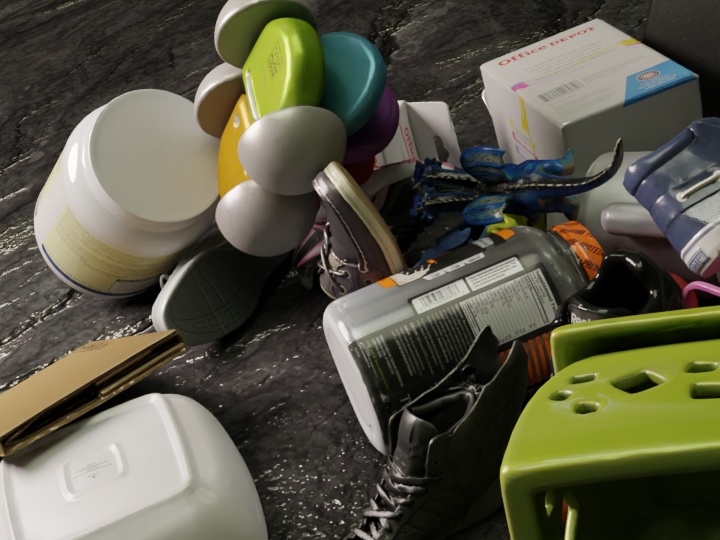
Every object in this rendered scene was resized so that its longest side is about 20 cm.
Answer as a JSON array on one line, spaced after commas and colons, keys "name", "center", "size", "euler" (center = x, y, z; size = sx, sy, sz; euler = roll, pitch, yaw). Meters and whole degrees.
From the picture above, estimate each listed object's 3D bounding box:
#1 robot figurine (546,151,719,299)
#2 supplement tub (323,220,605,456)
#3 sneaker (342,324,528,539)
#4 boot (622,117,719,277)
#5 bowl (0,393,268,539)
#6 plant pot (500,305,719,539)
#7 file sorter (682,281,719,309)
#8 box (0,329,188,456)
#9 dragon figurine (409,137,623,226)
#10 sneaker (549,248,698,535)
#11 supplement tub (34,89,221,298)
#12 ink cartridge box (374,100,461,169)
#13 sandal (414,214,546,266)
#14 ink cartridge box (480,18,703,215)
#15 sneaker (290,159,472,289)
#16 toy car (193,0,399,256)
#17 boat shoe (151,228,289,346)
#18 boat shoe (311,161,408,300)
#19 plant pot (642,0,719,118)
[{"name": "robot figurine", "center": [0.245, -0.035, 0.982], "size": [0.199, 0.114, 0.169], "euler": [1, 4, 30]}, {"name": "supplement tub", "center": [0.083, 0.044, 0.925], "size": [0.199, 0.123, 0.123], "euler": [-22, 30, -9]}, {"name": "sneaker", "center": [0.037, 0.131, 0.824], "size": [0.199, 0.105, 0.060], "euler": [-33, 34, -25]}, {"name": "boot", "center": [0.281, -0.081, 0.881], "size": [0.200, 0.073, 0.090], "euler": [-29, 69, -20]}, {"name": "bowl", "center": [-0.177, 0.168, 0.907], "size": [0.199, 0.075, 0.200], "euler": [-21, 31, -9]}, {"name": "plant pot", "center": [0.194, 0.125, 0.672], "size": [0.198, 0.201, 0.182], "euler": [-8, 24, 16]}, {"name": "file sorter", "center": [0.328, 0.027, 0.824], "size": [0.200, 0.126, 0.139], "euler": [-31, 32, -21]}, {"name": "box", "center": [-0.247, 0.099, 1.026], "size": [0.163, 0.021, 0.200], "euler": [-32, 12, -30]}, {"name": "dragon figurine", "center": [0.109, -0.063, 0.960], "size": [0.099, 0.059, 0.200], "euler": [-1, 0, -25]}, {"name": "sneaker", "center": [0.151, 0.072, 0.826], "size": [0.071, 0.098, 0.201], "euler": [15, 69, 39]}, {"name": "supplement tub", "center": [-0.209, -0.067, 1.160], "size": [0.145, 0.145, 0.200], "euler": [-37, 0, -30]}, {"name": "ink cartridge box", "center": [-0.006, -0.092, 1.198], "size": [0.199, 0.117, 0.067], "euler": [0, 35, 29]}, {"name": "sandal", "center": [0.101, -0.026, 1.080], "size": [0.087, 0.080, 0.200], "euler": [-5, 31, 28]}, {"name": "ink cartridge box", "center": [0.204, -0.130, 1.145], "size": [0.128, 0.126, 0.200], "euler": [-21, 30, -8]}, {"name": "sneaker", "center": [0.020, -0.034, 1.111], "size": [0.200, 0.087, 0.080], "euler": [-19, -16, 38]}, {"name": "toy car", "center": [-0.044, -0.118, 1.024], "size": [0.149, 0.200, 0.176], "euler": [-2, 57, -21]}, {"name": "boat shoe", "center": [-0.130, 0.005, 1.156], "size": [0.065, 0.075, 0.202], "euler": [-20, 23, 36]}, {"name": "boat shoe", "center": [0.000, 0.000, 0.978], "size": [0.065, 0.200, 0.072], "euler": [-30, 50, -2]}, {"name": "plant pot", "center": [0.368, -0.201, 1.127], "size": [0.199, 0.178, 0.199], "euler": [-26, 32, -16]}]
